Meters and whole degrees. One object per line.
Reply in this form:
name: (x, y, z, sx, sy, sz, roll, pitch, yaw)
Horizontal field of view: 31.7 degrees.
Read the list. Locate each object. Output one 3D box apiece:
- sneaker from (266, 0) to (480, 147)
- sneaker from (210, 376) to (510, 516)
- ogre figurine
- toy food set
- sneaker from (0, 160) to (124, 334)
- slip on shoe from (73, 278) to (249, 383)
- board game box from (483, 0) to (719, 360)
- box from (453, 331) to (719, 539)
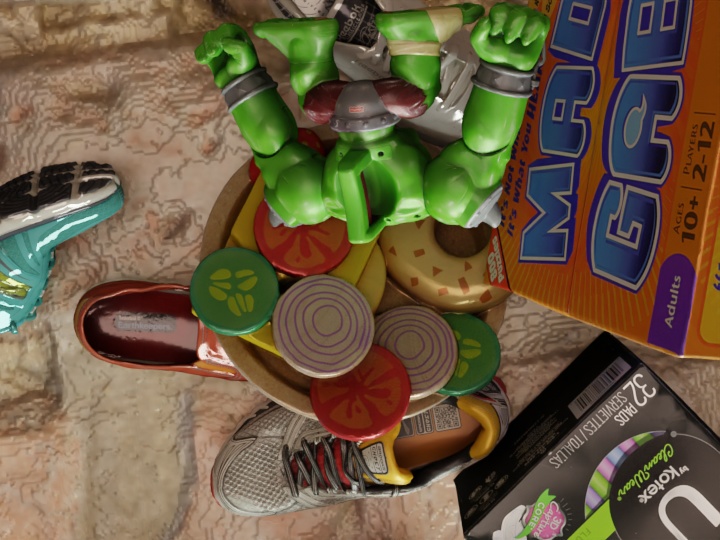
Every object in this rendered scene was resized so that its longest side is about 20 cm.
sneaker: (0.024, -0.133, 0.772, 0.198, 0.081, 0.077, 30, 94, -3)
sneaker: (-0.002, 0.107, 0.795, 0.198, 0.082, 0.079, -19, 96, 5)
ogre figurine: (0.005, -0.083, 0.704, 0.197, 0.098, 0.122, -4, 103, 3)
toy food set: (0.000, 0.000, 0.767, 0.198, 0.049, 0.200, 24, 70, 2)
sneaker: (-0.229, -0.002, 0.808, 0.199, 0.078, 0.080, -32, 113, 9)
slip on shoe: (-0.087, 0.037, 0.802, 0.197, 0.061, 0.075, 2, 94, 0)
board game box: (0.210, -0.065, 0.682, 0.197, 0.200, 0.203, 6, 97, -23)
box: (0.177, 0.165, 0.774, 0.148, 0.124, 0.200, -44, 94, 6)
